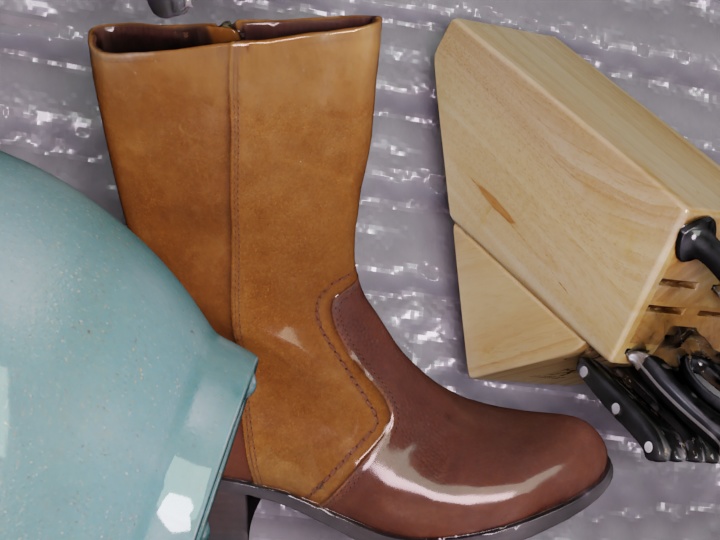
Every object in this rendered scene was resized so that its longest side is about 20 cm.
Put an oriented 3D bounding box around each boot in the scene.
[{"bbox_3d":[0.000,0.000,0.943,0.188,0.068,0.200,4,114,8],"label":"boot"}]

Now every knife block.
[{"bbox_3d":[0.118,-0.019,1.000,0.064,0.175,0.200,6,73,-43],"label":"knife block"}]

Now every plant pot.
[{"bbox_3d":[-0.113,0.063,0.865,0.134,0.200,0.200,18,70,-1],"label":"plant pot"}]

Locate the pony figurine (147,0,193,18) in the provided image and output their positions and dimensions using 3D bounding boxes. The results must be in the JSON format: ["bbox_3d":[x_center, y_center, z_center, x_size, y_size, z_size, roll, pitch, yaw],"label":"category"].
[{"bbox_3d":[-0.087,-0.176,0.954,0.200,0.193,0.167,23,79,-7],"label":"pony figurine"}]
